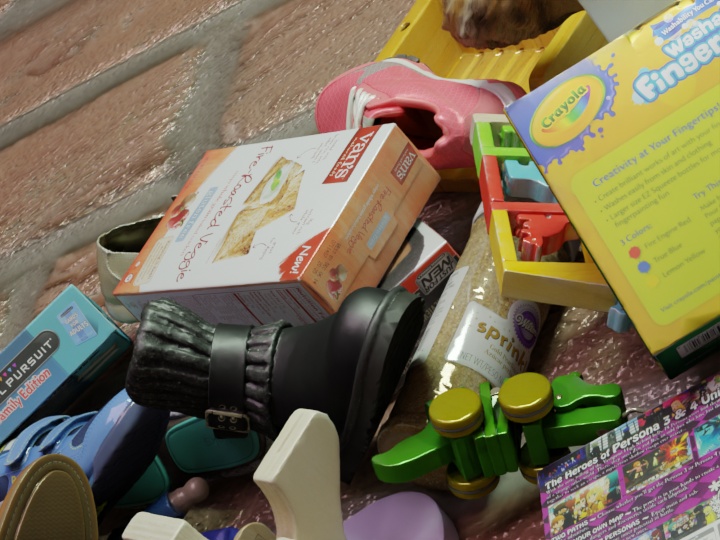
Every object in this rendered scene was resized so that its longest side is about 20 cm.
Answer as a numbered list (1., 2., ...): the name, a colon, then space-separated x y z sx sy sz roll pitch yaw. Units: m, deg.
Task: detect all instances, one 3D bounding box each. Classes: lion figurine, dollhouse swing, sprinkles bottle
1. lion figurine: 0.153 -0.192 1.429 0.199 0.123 0.073 2 38 -4
2. dollhouse swing: 0.071 -0.180 1.550 0.200 0.176 0.182 3 51 51
3. sprinkles bottle: 0.074 0.037 1.362 0.068 0.068 0.200 -11 41 42

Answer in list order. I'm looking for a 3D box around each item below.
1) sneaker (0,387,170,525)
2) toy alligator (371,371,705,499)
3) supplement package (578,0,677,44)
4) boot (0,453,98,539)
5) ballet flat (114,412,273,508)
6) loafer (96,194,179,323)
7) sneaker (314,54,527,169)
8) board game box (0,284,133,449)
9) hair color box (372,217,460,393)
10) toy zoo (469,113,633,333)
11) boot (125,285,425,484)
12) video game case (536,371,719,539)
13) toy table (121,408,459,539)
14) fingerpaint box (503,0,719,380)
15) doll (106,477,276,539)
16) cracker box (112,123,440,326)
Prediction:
1. sneaker: -0.197 0.129 1.481 0.074 0.082 0.200 -26 -18 -51
2. toy alligator: 0.104 0.079 1.252 0.199 0.059 0.054 -13 36 7
3. supplement package: 0.201 -0.163 1.342 0.117 0.200 0.117 -35 30 12
4. boot: -0.240 0.208 1.449 0.155 0.076 0.201 8 94 54
5. ballet flat: -0.119 0.115 1.510 0.200 0.072 0.072 -16 38 38
6. loafer: -0.108 -0.026 1.649 0.199 0.068 0.076 -25 32 8
7. sneaker: 0.023 -0.106 1.513 0.087 0.074 0.200 -6 10 -41
8. board game box: -0.235 0.083 1.601 0.151 0.047 0.200 -45 -2 -5
9. hair color box: 0.000 0.000 1.509 0.101 0.061 0.200 -43 29 -3
10. toy zoo: 0.140 -0.031 1.341 0.130 0.021 0.200 2 35 -5
11. boot: -0.057 0.050 1.327 0.211 0.157 0.080 113 -178 -60
12. video game case: 0.186 0.124 1.142 0.200 0.036 0.182 -31 31 18
13. toy table: -0.042 0.181 1.256 0.183 0.117 0.201 -10 43 42
14. fingerpaint box: 0.207 -0.065 1.231 0.200 0.073 0.167 -32 70 5
15. doll: -0.125 0.190 1.415 0.200 0.048 0.137 -8 55 48
16. cracker box: -0.057 -0.022 1.487 0.199 0.058 0.134 -4 46 47
